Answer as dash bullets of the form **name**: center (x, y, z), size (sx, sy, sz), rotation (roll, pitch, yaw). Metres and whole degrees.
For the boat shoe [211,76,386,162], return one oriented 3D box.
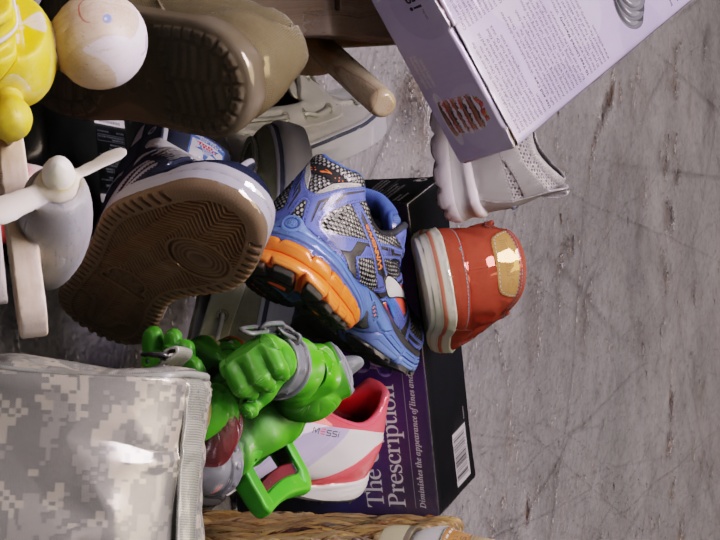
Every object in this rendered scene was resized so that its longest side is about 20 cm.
- **boat shoe**: center (-0.049, -0.108, 1.330), size (0.202, 0.074, 0.087), rotation (-28, 113, -54)

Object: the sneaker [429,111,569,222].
- **sneaker**: center (0.077, -0.130, 1.171), size (0.075, 0.081, 0.201), rotation (-65, 150, -72)

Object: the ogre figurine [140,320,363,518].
- **ogre figurine**: center (-0.082, 0.084, 1.064), size (0.120, 0.098, 0.200), rotation (-4, 134, -53)

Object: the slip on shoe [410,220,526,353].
- **slip on shoe**: center (0.061, 0.006, 1.172), size (0.200, 0.061, 0.075), rotation (84, -5, -86)

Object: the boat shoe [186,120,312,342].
- **boat shoe**: center (-0.065, -0.003, 1.183), size (0.072, 0.062, 0.201), rotation (126, -28, -54)

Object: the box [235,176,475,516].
- **box**: center (-0.013, 0.048, 1.309), size (0.079, 0.140, 0.201), rotation (-35, 121, -63)

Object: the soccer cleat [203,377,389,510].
- **soccer cleat**: center (-0.066, 0.093, 1.203), size (0.199, 0.068, 0.074), rotation (6, 114, -43)

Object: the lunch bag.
- **lunch bag**: center (-0.149, 0.134, 0.945), size (0.139, 0.167, 0.201), rotation (16, 75, -66)

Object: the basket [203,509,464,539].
- **basket**: center (-0.050, 0.210, 1.138), size (0.143, 0.199, 0.150), rotation (2, 88, -68)

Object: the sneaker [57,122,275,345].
- **sneaker**: center (-0.082, -0.040, 1.020), size (0.070, 0.200, 0.109), rotation (34, 62, -13)

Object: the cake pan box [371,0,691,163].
- **cake pan box**: center (0.074, -0.186, 1.100), size (0.184, 0.052, 0.201), rotation (-42, 108, -38)

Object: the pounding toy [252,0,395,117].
- **pounding toy**: center (-0.044, -0.155, 1.164), size (0.184, 0.199, 0.143), rotation (-11, 100, -67)

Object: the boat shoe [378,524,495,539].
- **boat shoe**: center (0.070, 0.193, 1.083), size (0.200, 0.068, 0.075), rotation (52, 41, -54)

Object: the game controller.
- **game controller**: center (-0.143, -0.046, 1.145), size (0.200, 0.042, 0.105), rotation (5, 70, -68)

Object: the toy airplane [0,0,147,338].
- **toy airplane**: center (-0.159, -0.079, 0.956), size (0.199, 0.140, 0.201), rotation (-76, 146, -82)

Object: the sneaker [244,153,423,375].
- **sneaker**: center (0.000, 0.000, 1.093), size (0.079, 0.075, 0.200), rotation (-64, 163, -9)

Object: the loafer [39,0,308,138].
- **loafer**: center (-0.103, -0.110, 1.029), size (0.067, 0.199, 0.076), rotation (-17, 120, -42)
